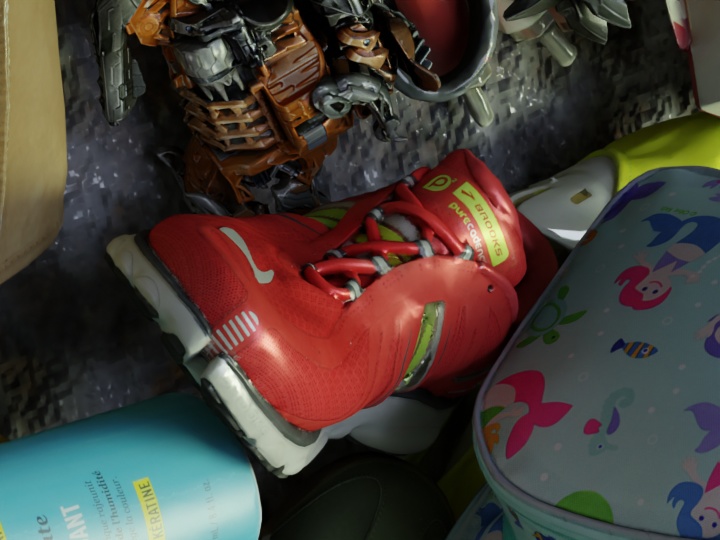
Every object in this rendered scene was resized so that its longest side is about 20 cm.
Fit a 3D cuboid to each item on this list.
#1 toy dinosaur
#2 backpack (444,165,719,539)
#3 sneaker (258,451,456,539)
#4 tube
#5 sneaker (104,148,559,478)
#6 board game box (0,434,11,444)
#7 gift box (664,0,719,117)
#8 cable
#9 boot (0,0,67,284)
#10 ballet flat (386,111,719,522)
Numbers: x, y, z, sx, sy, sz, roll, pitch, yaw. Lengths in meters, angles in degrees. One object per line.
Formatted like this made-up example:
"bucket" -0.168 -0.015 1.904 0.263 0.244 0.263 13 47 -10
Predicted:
"toy dinosaur" -0.008 -0.092 0.772 0.135 0.200 0.102 -13 59 -19
"backpack" 0.112 0.077 0.789 0.200 0.177 0.151 -54 136 -23
"sneaker" -0.016 0.143 0.787 0.067 0.090 0.201 29 77 -12
"tube" -0.115 0.080 0.691 0.200 0.050 0.078 -19 107 -38
"sneaker" 0.000 0.000 0.768 0.077 0.085 0.200 53 16 12
"board game box" -0.128 0.100 0.732 0.200 0.034 0.135 37 67 -40
"gift box" 0.183 -0.139 0.909 0.200 0.186 0.185 19 59 -47
"cable" 0.007 -0.131 0.869 0.097 0.050 0.200 -42 109 -16
"boot" -0.113 -0.077 0.653 0.175 0.066 0.200 -37 139 -54
"ballet flat" 0.054 0.017 0.897 0.067 0.067 0.200 36 68 -17
